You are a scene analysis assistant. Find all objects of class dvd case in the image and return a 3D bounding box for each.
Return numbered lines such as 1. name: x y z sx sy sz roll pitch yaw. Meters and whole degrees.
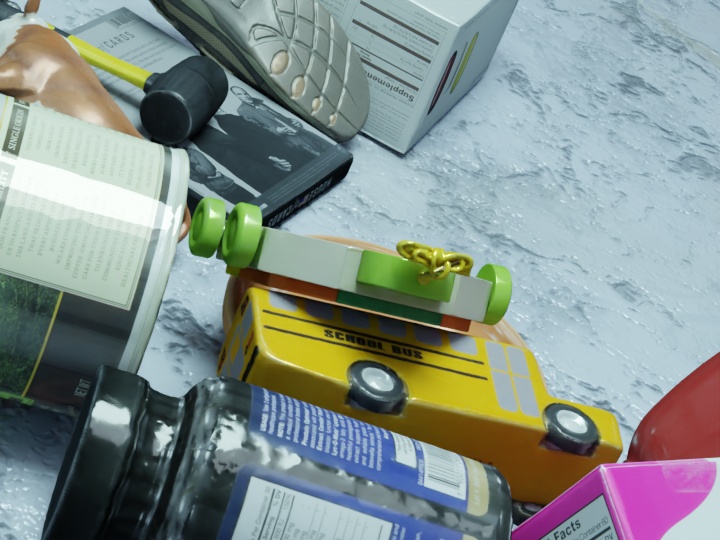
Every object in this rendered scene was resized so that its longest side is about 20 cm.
1. dvd case: -0.119 -0.098 1.151 0.199 0.025 0.150 33 32 12

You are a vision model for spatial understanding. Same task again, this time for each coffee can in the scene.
1. coffee can: -0.200 -0.020 0.858 0.199 0.147 0.147 17 32 -14

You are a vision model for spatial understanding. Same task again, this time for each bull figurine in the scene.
1. bull figurine: -0.184 -0.084 1.029 0.200 0.065 0.121 45 41 16

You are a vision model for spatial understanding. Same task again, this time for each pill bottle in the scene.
1. pill bottle: -0.039 0.115 0.808 0.199 0.112 0.112 20 32 -10

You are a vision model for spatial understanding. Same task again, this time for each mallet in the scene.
1. mallet: -0.177 -0.145 1.127 0.199 0.041 0.066 29 33 13

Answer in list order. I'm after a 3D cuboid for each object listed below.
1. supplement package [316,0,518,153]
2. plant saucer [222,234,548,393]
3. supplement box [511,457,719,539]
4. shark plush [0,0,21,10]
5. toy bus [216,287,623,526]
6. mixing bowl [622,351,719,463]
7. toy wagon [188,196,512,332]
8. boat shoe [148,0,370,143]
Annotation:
1. supplement package: 0.021 -0.200 1.318 0.155 0.111 0.200 30 32 8
2. plant saucer: 0.012 0.054 1.006 0.199 0.038 0.201 19 31 -12
3. supplement box: 0.147 0.193 0.777 0.101 0.103 0.201 2 60 -33
4. shark plush: -0.318 -0.221 1.156 0.199 0.091 0.083 11 4 -15
5. toy bus: 0.030 0.072 0.898 0.199 0.065 0.078 13 33 -18
6. mixing bowl: 0.202 0.130 0.916 0.108 0.201 0.201 -15 40 -2
7. toy wagon: 0.000 0.000 0.914 0.154 0.040 0.200 13 0 -20
8. boat shoe: -0.075 -0.166 1.223 0.200 0.073 0.075 46 63 -11
